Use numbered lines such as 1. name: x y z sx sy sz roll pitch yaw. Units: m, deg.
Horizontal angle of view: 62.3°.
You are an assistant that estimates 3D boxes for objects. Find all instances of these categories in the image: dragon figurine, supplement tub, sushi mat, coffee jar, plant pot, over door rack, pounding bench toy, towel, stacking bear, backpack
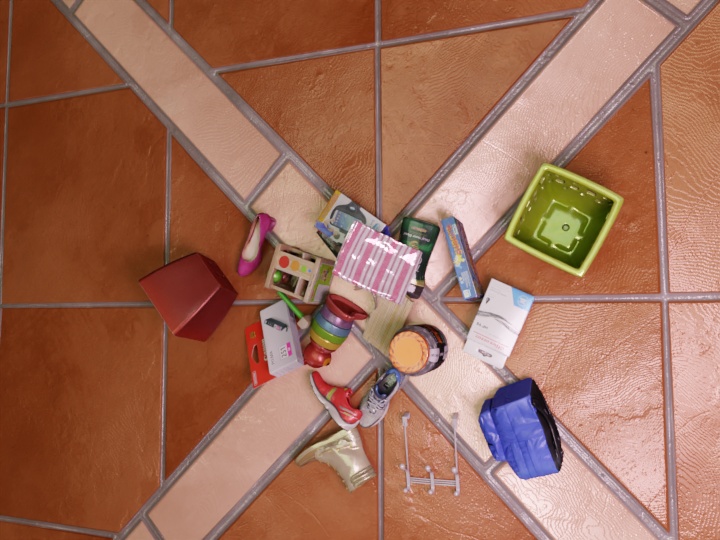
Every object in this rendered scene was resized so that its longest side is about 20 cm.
1. dragon figurine: 0.000 0.000 1.536 0.059 0.100 0.200 -33 110 21
2. supplement tub: 0.143 0.196 1.473 0.121 0.200 0.125 -1 86 18
3. sushi mat: 0.070 0.128 1.554 0.095 0.012 0.202 35 127 20
4. coffee jar: 0.134 -0.031 1.549 0.103 0.085 0.203 15 92 4
5. plant pot: 0.471 -0.107 1.389 0.198 0.181 0.201 29 95 19
6. over door rack: 0.176 0.467 1.514 0.146 0.067 0.203 -2 86 18
7. pounding bench toy: -0.180 0.043 1.638 0.154 0.124 0.203 18 92 20
8. towel: 0.043 -0.018 1.466 0.198 0.030 0.148 25 84 -12
9. plant pot: -0.475 0.065 1.716 0.176 0.200 0.200 -39 75 0
10. stacking bear: -0.087 0.175 1.609 0.113 0.121 0.202 36 106 24
11. backpack: 0.381 0.382 1.403 0.166 0.162 0.202 -26 91 25

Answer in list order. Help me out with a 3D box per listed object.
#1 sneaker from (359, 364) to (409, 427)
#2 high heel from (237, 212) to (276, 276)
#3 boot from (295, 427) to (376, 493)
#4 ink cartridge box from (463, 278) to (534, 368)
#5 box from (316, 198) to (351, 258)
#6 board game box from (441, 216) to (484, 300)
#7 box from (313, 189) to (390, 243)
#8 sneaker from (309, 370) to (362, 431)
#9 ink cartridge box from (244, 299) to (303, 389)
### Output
1. sneaker: 0.048 0.327 1.559 0.077 0.085 0.201 34 98 18
2. high heel: -0.313 -0.073 1.708 0.067 0.096 0.201 38 99 17
3. boot: -0.067 0.524 1.592 0.198 0.073 0.157 -30 74 9
4. ink cartridge box: 0.339 0.134 1.474 0.115 0.067 0.202 23 94 13
5. box: -0.011 -0.075 1.631 0.137 0.040 0.201 -42 74 11
6. board game box: 0.256 -0.026 1.484 0.034 0.135 0.203 -18 81 17
7. box: -0.017 -0.112 1.594 0.199 0.041 0.120 36 98 20
8. sneaker: -0.063 0.338 1.600 0.085 0.077 0.200 -41 58 -5
9. ink cartridge box: -0.253 0.203 1.660 0.172 0.044 0.202 -27 55 15
